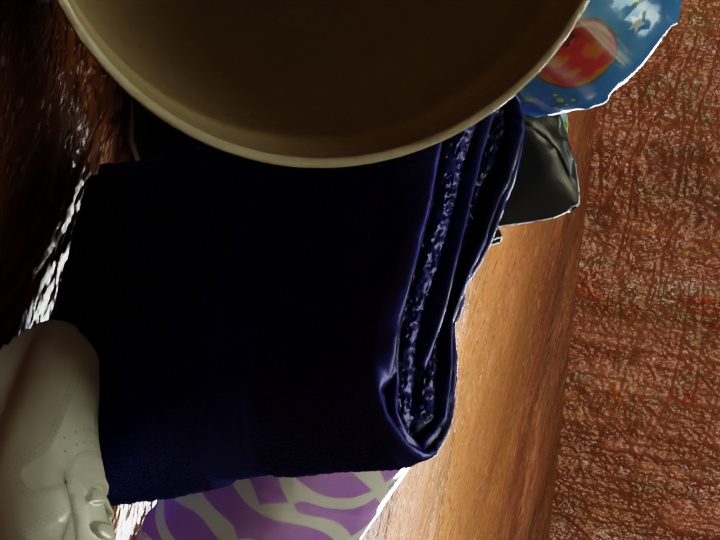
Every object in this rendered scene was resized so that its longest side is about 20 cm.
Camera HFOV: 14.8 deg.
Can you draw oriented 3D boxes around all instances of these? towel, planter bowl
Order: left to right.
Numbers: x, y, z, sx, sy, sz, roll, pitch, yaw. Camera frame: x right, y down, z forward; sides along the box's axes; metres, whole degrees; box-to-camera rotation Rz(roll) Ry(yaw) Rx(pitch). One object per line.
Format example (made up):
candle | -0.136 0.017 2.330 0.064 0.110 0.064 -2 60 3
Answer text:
towel | -0.040 0.008 0.989 0.050 0.199 0.148 39 55 -35
planter bowl | -0.024 -0.145 0.938 0.135 0.199 0.201 -140 -124 -71

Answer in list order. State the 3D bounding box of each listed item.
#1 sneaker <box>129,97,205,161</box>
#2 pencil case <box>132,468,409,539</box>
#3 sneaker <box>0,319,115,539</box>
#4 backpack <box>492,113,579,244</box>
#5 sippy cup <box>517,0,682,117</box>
sneaker | -0.063 -0.048 1.145 0.080 0.073 0.200 -58 155 -31
pencil case | -0.047 0.100 1.066 0.084 0.086 0.200 11 122 -45
sneaker | -0.108 0.117 0.951 0.076 0.080 0.201 61 38 -73
backpack | 0.016 -0.121 1.270 0.200 0.162 0.154 -80 159 -48
sippy cup | 0.055 -0.131 1.082 0.130 0.140 0.178 41 10 -38
